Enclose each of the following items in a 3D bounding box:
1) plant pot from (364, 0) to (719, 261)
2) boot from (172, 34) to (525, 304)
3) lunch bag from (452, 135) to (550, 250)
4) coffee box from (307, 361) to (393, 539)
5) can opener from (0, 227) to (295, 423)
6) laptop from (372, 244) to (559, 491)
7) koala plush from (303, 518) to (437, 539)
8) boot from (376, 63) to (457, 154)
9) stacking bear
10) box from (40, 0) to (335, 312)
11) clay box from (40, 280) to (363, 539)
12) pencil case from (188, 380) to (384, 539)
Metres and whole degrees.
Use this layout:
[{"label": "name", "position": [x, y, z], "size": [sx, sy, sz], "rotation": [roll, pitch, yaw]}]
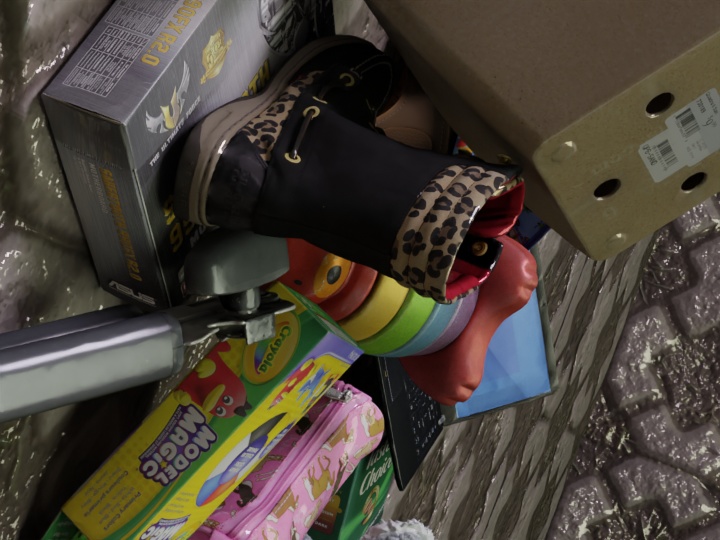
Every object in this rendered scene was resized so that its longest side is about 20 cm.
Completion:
[{"label": "plant pot", "position": [0.126, -0.128, 0.821], "size": [0.199, 0.178, 0.200], "rotation": [-31, 147, 8]}, {"label": "boot", "position": [0.012, -0.055, 0.790], "size": [0.200, 0.150, 0.074], "rotation": [-39, 145, -57]}, {"label": "lunch bag", "position": [0.115, -0.080, 1.158], "size": [0.200, 0.094, 0.151], "rotation": [103, 4, -65]}, {"label": "coffee box", "position": [-0.008, 0.187, 1.345], "size": [0.123, 0.044, 0.201], "rotation": [-32, 138, -64]}, {"label": "can opener", "position": [-0.113, 0.019, 0.744], "size": [0.199, 0.053, 0.067], "rotation": [-14, 106, -45]}, {"label": "laptop", "position": [0.091, 0.066, 1.318], "size": [0.200, 0.103, 0.178], "rotation": [-46, 128, -63]}, {"label": "koala plush", "position": [-0.014, 0.268, 1.108], "size": [0.178, 0.183, 0.200], "rotation": [-58, 177, -38]}, {"label": "boot", "position": [0.042, -0.093, 1.164], "size": [0.155, 0.076, 0.201], "rotation": [48, 56, -75]}, {"label": "stacking bear", "position": [0.000, 0.000, 0.998], "size": [0.199, 0.114, 0.122], "rotation": [19, 105, -45]}, {"label": "box", "position": [-0.079, -0.100, 0.802], "size": [0.200, 0.048, 0.159], "rotation": [-59, 161, -31]}, {"label": "clay box", "position": [-0.089, 0.099, 0.875], "size": [0.200, 0.048, 0.115], "rotation": [-48, 167, 1]}, {"label": "pencil case", "position": [-0.058, 0.157, 1.099], "size": [0.200, 0.082, 0.087], "rotation": [-50, 130, -46]}]
